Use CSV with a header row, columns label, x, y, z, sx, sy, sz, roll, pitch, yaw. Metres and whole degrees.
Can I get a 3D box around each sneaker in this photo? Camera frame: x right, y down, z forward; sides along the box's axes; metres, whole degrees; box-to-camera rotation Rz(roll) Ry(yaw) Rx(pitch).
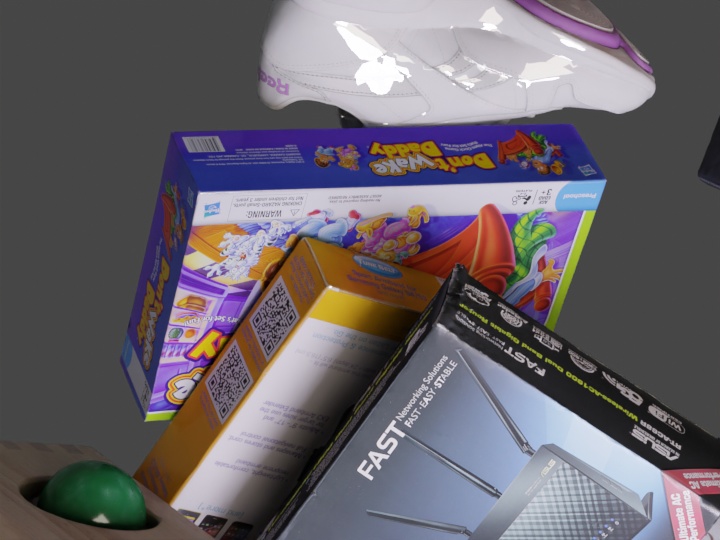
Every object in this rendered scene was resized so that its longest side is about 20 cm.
label,x,y,z,sx,sy,sz,roll,pitch,yaw
sneaker,0.042,-0.096,1.275,0.199,0.075,0.100,11,116,-24

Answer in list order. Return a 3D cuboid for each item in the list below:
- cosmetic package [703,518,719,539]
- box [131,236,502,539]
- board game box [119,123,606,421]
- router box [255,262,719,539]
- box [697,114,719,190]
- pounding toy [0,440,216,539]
label,x,y,z,sx,sy,sz,roll,pitch,yaw
cosmetic package,0.167,0.207,1.393,0.101,0.074,0.201,0,108,-49
box,-0.027,0.080,1.262,0.119,0.042,0.200,17,124,-36
board game box,0.000,0.000,1.259,0.199,0.045,0.135,-3,131,-23
router box,0.048,0.119,1.211,0.150,0.062,0.200,33,116,-5
box,0.271,-0.106,1.319,0.104,0.148,0.201,18,98,-27
pounding toy,-0.160,0.148,1.198,0.142,0.184,0.201,6,104,-37
